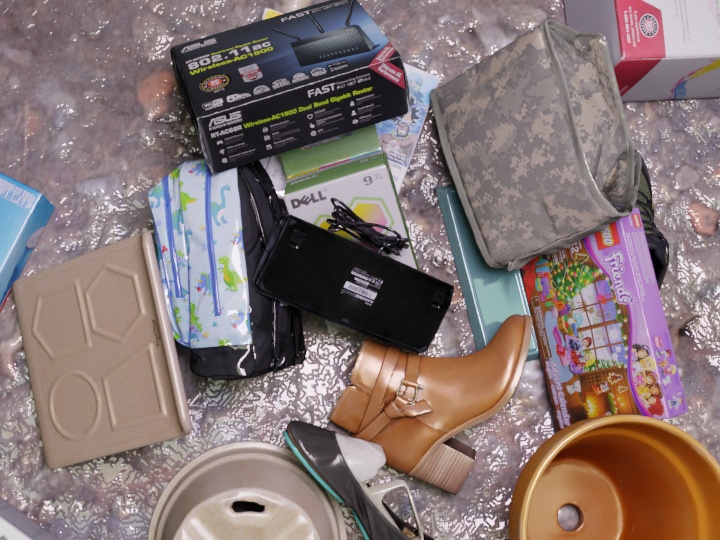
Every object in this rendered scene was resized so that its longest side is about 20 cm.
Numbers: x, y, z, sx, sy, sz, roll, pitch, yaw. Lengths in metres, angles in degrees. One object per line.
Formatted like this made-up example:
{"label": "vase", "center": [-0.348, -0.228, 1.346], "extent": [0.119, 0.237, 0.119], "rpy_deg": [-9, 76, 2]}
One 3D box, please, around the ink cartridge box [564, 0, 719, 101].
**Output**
{"label": "ink cartridge box", "center": [0.334, -0.268, 1.015], "extent": [0.197, 0.145, 0.148], "rpy_deg": [-3, 81, -6]}

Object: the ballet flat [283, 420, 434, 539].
{"label": "ballet flat", "center": [0.006, 0.210, 0.936], "extent": [0.068, 0.068, 0.201], "rpy_deg": [-34, 106, 1]}

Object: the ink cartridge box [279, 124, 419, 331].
{"label": "ink cartridge box", "center": [-0.011, -0.052, 0.940], "extent": [0.102, 0.059, 0.203], "rpy_deg": [-15, 109, 6]}

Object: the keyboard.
{"label": "keyboard", "center": [0.000, 0.000, 0.896], "extent": [0.198, 0.040, 0.105], "rpy_deg": [23, 101, -30]}

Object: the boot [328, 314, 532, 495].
{"label": "boot", "center": [0.071, 0.104, 0.962], "extent": [0.153, 0.074, 0.202], "rpy_deg": [29, 86, 4]}

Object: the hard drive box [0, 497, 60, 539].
{"label": "hard drive box", "center": [-0.379, 0.283, 0.891], "extent": [0.199, 0.077, 0.157], "rpy_deg": [34, 79, 0]}

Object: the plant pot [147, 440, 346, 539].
{"label": "plant pot", "center": [-0.103, 0.259, 0.870], "extent": [0.197, 0.184, 0.204], "rpy_deg": [1, 82, -6]}

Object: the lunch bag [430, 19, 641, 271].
{"label": "lunch bag", "center": [0.176, -0.114, 0.949], "extent": [0.116, 0.163, 0.203], "rpy_deg": [0, 73, -42]}

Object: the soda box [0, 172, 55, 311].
{"label": "soda box", "center": [-0.375, 0.006, 0.935], "extent": [0.063, 0.068, 0.202], "rpy_deg": [26, 80, -2]}

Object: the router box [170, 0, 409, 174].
{"label": "router box", "center": [-0.069, -0.181, 0.913], "extent": [0.197, 0.063, 0.150], "rpy_deg": [-18, 40, -9]}

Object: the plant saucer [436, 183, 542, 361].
{"label": "plant saucer", "center": [0.138, 0.001, 1.019], "extent": [0.069, 0.019, 0.203], "rpy_deg": [-13, 82, -8]}

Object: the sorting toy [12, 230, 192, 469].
{"label": "sorting toy", "center": [-0.243, 0.078, 0.910], "extent": [0.198, 0.036, 0.188], "rpy_deg": [-18, 82, 30]}

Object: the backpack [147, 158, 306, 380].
{"label": "backpack", "center": [-0.125, -0.010, 0.918], "extent": [0.151, 0.163, 0.203], "rpy_deg": [5, 95, 16]}

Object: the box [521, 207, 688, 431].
{"label": "box", "center": [0.235, 0.053, 0.963], "extent": [0.039, 0.136, 0.203], "rpy_deg": [-6, 80, -40]}

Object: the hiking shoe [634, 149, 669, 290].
{"label": "hiking shoe", "center": [0.286, -0.035, 0.996], "extent": [0.074, 0.101, 0.203], "rpy_deg": [1, 83, -13]}

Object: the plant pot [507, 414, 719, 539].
{"label": "plant pot", "center": [0.223, 0.239, 0.909], "extent": [0.197, 0.183, 0.204], "rpy_deg": [1, 81, -5]}

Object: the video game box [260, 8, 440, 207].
{"label": "video game box", "center": [-0.039, -0.150, 1.007], "extent": [0.197, 0.047, 0.185], "rpy_deg": [21, 83, -3]}
